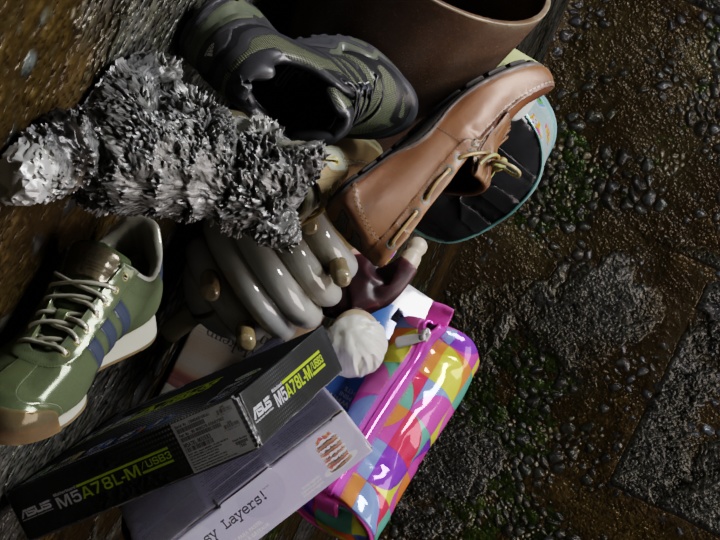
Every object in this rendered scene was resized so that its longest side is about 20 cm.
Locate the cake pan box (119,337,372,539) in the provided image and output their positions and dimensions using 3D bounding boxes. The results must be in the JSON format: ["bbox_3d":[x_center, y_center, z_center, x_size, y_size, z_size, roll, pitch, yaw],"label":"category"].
[{"bbox_3d":[-0.107,0.152,1.193,0.200,0.052,0.184,-38,-157,-8],"label":"cake pan box"}]

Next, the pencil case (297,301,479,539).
[{"bbox_3d":[0.022,0.125,1.224,0.200,0.088,0.088,-59,170,-25],"label":"pencil case"}]

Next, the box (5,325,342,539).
[{"bbox_3d":[-0.130,0.115,1.100,0.199,0.048,0.193,-24,-173,20],"label":"box"}]

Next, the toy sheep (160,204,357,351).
[{"bbox_3d":[-0.074,-0.005,1.182,0.199,0.138,0.138,-29,172,3],"label":"toy sheep"}]

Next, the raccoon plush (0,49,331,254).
[{"bbox_3d":[-0.107,-0.042,0.862,0.200,0.134,0.097,-53,167,-54],"label":"raccoon plush"}]

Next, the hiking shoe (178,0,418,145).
[{"bbox_3d":[-0.029,-0.110,1.001,0.199,0.101,0.076,12,127,-44],"label":"hiking shoe"}]

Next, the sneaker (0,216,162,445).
[{"bbox_3d":[-0.175,0.024,0.913,0.200,0.067,0.090,-47,153,-64],"label":"sneaker"}]

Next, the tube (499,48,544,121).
[{"bbox_3d":[0.059,-0.192,1.238,0.058,0.200,0.052,-53,157,-12],"label":"tube"}]

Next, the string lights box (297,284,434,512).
[{"bbox_3d":[-0.017,0.106,1.317,0.201,0.059,0.103,-61,-170,-25],"label":"string lights box"}]

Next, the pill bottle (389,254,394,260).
[{"bbox_3d":[-0.016,-0.039,1.520,0.105,0.104,0.200,-67,171,16],"label":"pill bottle"}]

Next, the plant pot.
[{"bbox_3d":[0.014,-0.174,1.151,0.200,0.187,0.187,-55,178,35],"label":"plant pot"}]

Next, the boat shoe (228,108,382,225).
[{"bbox_3d":[-0.053,-0.066,1.079,0.199,0.067,0.074,1,150,-46],"label":"boat shoe"}]

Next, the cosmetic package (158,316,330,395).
[{"bbox_3d":[-0.095,0.061,1.347,0.087,0.103,0.201,59,56,-81],"label":"cosmetic package"}]

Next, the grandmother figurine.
[{"bbox_3d":[0.000,0.000,1.258,0.061,0.121,0.201,43,38,-40],"label":"grandmother figurine"}]

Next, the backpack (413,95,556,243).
[{"bbox_3d":[0.077,-0.135,1.363,0.176,0.200,0.153,-39,-177,23],"label":"backpack"}]

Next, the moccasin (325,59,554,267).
[{"bbox_3d":[0.069,-0.079,1.075,0.201,0.078,0.074,-41,179,-27],"label":"moccasin"}]
